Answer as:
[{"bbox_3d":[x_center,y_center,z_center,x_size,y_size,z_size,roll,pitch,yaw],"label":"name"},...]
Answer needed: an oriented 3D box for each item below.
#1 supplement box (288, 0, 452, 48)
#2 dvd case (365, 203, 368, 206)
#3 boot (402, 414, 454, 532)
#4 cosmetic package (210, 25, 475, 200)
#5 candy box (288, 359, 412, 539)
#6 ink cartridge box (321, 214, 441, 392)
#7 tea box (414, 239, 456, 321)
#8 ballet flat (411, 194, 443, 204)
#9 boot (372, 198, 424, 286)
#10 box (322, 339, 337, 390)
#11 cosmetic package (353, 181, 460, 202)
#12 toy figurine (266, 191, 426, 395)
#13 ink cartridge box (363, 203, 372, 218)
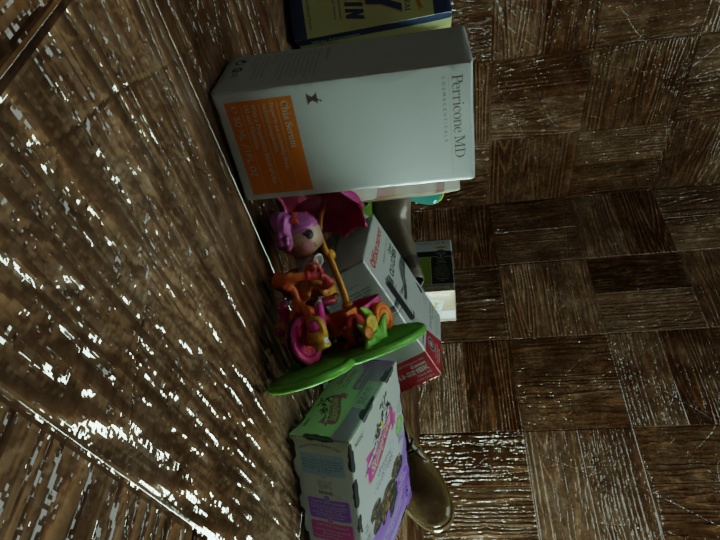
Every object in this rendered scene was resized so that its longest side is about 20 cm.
[{"bbox_3d":[0.017,-0.365,0.741,0.200,0.197,0.136,-45,127,-80],"label":"supplement box"},{"bbox_3d":[0.008,-0.141,1.036,0.201,0.016,0.150,100,-8,-57],"label":"dvd case"},{"bbox_3d":[0.062,0.260,0.765,0.201,0.073,0.076,57,-13,37],"label":"boot"},{"bbox_3d":[-0.008,-0.126,0.457,0.072,0.197,0.102,-85,167,-48],"label":"cosmetic package"},{"bbox_3d":[-0.002,0.230,0.640,0.168,0.071,0.203,-44,131,-61],"label":"candy box"},{"bbox_3d":[0.029,0.045,0.766,0.201,0.083,0.145,54,22,-21],"label":"ink cartridge box"},{"bbox_3d":[0.166,0.032,1.564,0.135,0.197,0.198,78,13,-45],"label":"tea box"},{"bbox_3d":[0.050,-0.175,0.913,0.067,0.198,0.067,-66,179,-52],"label":"ballet flat"},{"bbox_3d":[0.063,-0.044,0.870,0.201,0.069,0.147,99,-23,-51],"label":"boot"},{"bbox_3d":[-0.014,0.205,0.796,0.137,0.039,0.203,-72,156,-71],"label":"box"},{"bbox_3d":[0.024,-0.138,0.686,0.198,0.087,0.105,-13,99,-37],"label":"cosmetic package"},{"bbox_3d":[-0.042,0.000,0.548,0.199,0.149,0.187,-19,91,-56],"label":"toy figurine"},{"bbox_3d":[-0.026,-0.177,0.794,0.148,0.075,0.203,-7,96,-82],"label":"ink cartridge box"}]
